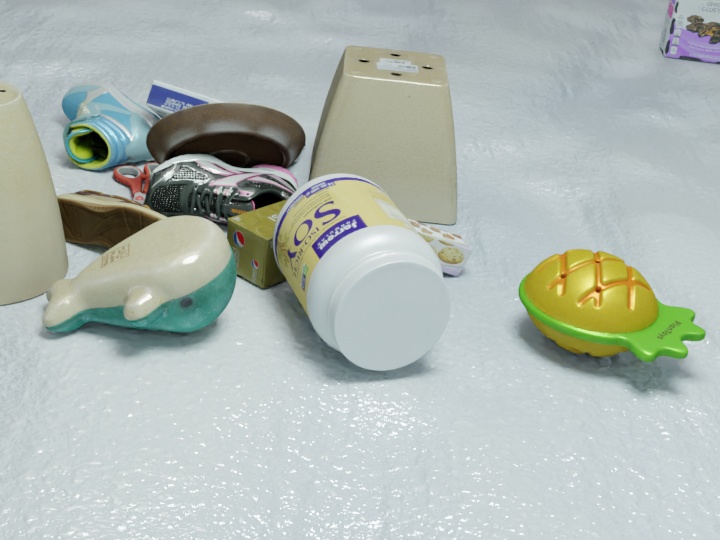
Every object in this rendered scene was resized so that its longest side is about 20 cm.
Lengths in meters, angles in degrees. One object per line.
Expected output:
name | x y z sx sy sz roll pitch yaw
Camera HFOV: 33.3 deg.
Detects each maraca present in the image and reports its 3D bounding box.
maraca | 0.262 0.041 1.275 0.200 0.107 0.137 24 39 30

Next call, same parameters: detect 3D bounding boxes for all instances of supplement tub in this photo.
supplement tub | 0.000 0.000 1.250 0.145 0.146 0.200 -3 28 -20

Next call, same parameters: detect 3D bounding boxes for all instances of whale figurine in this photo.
whale figurine | -0.221 0.023 1.233 0.199 0.104 0.159 -21 29 0

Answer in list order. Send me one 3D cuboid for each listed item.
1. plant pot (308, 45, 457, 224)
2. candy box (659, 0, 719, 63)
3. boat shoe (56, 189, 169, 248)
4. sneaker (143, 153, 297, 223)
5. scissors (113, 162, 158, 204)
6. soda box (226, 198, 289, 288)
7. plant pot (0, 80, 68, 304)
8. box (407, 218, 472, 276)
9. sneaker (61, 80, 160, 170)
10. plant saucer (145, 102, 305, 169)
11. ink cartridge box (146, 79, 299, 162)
plant pot | 0.037 -0.191 1.603 0.199 0.178 0.200 6 26 -2
candy box | 0.698 -0.518 2.384 0.167 0.201 0.072 7 26 1
boat shoe | -0.263 -0.055 1.383 0.199 0.072 0.072 12 28 24
sneaker | -0.160 -0.091 1.466 0.199 0.081 0.086 -5 30 -20
scissors | -0.270 -0.094 1.515 0.073 0.014 0.200 0 26 -15
soda box | -0.064 -0.045 1.414 0.068 0.064 0.200 27 33 33
plant pot | -0.405 -0.093 1.275 0.187 0.201 0.187 5 27 -3
box | 0.036 -0.041 1.388 0.199 0.042 0.039 17 21 -29
sneaker | -0.368 -0.198 1.626 0.200 0.080 0.130 25 31 34
plant saucer | -0.167 -0.149 1.507 0.199 0.200 0.032 0 67 -13
ink cartridge box | -0.178 -0.197 1.649 0.199 0.041 0.200 18 0 4
